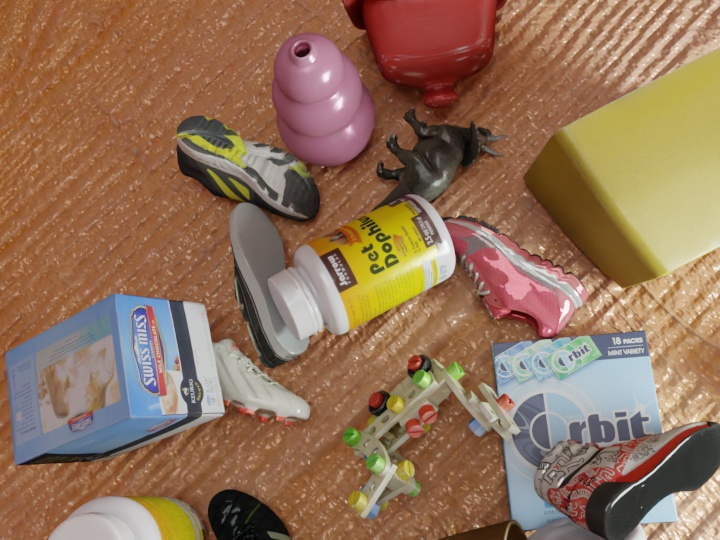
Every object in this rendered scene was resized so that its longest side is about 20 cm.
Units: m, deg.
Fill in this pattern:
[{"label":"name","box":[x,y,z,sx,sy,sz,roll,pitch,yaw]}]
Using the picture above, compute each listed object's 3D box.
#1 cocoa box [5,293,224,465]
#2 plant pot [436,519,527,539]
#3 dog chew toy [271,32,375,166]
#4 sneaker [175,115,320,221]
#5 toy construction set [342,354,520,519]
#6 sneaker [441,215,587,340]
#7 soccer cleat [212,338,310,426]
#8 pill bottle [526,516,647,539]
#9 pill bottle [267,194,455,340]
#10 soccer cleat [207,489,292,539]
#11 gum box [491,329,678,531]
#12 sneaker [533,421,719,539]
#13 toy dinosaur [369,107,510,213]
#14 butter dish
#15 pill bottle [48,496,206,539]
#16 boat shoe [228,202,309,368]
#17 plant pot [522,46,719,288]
[{"label":"cocoa box","box":[-0.273,0.124,0.837,0.199,0.131,0.134,-25,69,29]},{"label":"plant pot","box":[0.069,0.351,0.751,0.199,0.186,0.188,-12,71,20]},{"label":"dog chew toy","box":[-0.049,-0.206,0.906,0.124,0.200,0.126,-2,73,7]},{"label":"sneaker","box":[-0.143,-0.120,0.966,0.199,0.085,0.075,32,58,-5]},{"label":"toy construction set","box":[0.065,0.169,0.819,0.199,0.092,0.131,-31,30,5]},{"label":"sneaker","box":[0.157,0.008,0.881,0.199,0.074,0.087,30,81,15]},{"label":"soccer cleat","box":[-0.147,0.122,0.894,0.199,0.069,0.078,16,73,15]},{"label":"pill bottle","box":[0.236,0.349,0.729,0.119,0.120,0.201,-16,90,3]},{"label":"pill bottle","box":[0.000,0.000,0.866,0.199,0.109,0.110,-27,71,-15]},{"label":"soccer cleat","box":[-0.097,0.315,0.820,0.067,0.081,0.200,-42,72,-6]},{"label":"gum box","box":[0.238,0.174,0.834,0.169,0.045,0.202,-6,74,6]},{"label":"sneaker","box":[0.267,0.189,0.765,0.200,0.108,0.068,-20,110,-30]},{"label":"toy dinosaur","box":[0.080,-0.131,0.932,0.102,0.077,0.200,40,80,24]},{"label":"butter dish","box":[0.090,-0.274,0.935,0.198,0.199,0.149,-7,96,7]},{"label":"pill bottle","box":[-0.236,0.287,0.777,0.108,0.200,0.110,-2,73,7]},{"label":"boat shoe","box":[-0.125,0.018,0.916,0.064,0.070,0.201,-31,70,38]},{"label":"plant pot","box":[0.321,-0.092,0.835,0.199,0.200,0.177,-27,83,-1]}]
